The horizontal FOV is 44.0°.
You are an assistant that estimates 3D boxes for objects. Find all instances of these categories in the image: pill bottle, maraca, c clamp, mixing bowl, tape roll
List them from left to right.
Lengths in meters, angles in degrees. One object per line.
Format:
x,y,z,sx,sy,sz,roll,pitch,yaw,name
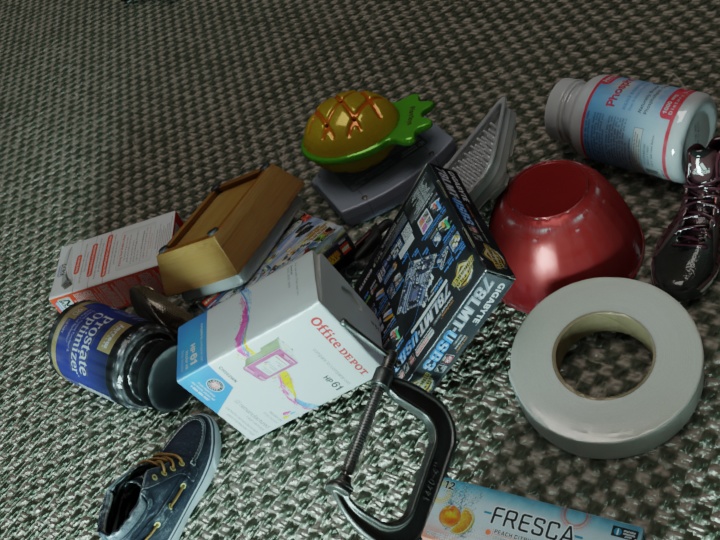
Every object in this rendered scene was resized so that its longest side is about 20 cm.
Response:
-0.305,0.113,1.151,0.197,0.113,0.113,13,55,36,pill bottle
0.008,-0.200,1.257,0.196,0.108,0.139,-9,44,17,maraca
0.021,0.175,0.915,0.027,0.169,0.203,-36,30,53,c clamp
0.231,-0.058,1.059,0.196,0.109,0.203,-15,43,14,mixing bowl
0.255,0.097,0.933,0.198,0.037,0.206,-12,50,14,tape roll
0.338,-0.187,1.131,0.198,0.110,0.109,23,61,40,pill bottle

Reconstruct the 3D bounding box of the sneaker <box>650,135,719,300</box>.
0.372,-0.073,0.996,0.074,0.117,0.202,10,53,33,sneaker

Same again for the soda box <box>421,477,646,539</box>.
0.159,0.255,0.818,0.196,0.064,0.069,8,51,31,soda box

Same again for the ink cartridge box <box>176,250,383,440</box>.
-0.089,0.089,1.013,0.198,0.145,0.086,-30,40,17,ink cartridge box

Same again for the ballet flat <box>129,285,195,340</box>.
-0.248,0.069,1.206,0.046,0.068,0.198,-34,43,-31,ballet flat

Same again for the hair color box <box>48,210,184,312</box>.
-0.355,-0.005,1.328,0.196,0.064,0.112,-15,44,10,hair color box

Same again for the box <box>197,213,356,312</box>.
-0.113,0.009,1.179,0.199,0.040,0.136,-41,25,-13,box

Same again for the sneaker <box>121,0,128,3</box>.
-0.494,-0.642,2.032,0.115,0.076,0.200,-41,35,-3,sneaker

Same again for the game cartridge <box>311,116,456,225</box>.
0.037,-0.148,1.297,0.198,0.041,0.134,-33,39,-7,game cartridge

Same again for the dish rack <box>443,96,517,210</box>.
0.134,-0.106,1.127,0.201,0.043,0.173,-52,13,43,dish rack

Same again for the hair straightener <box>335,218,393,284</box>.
0.000,0.000,1.174,0.199,0.041,0.076,-39,44,-20,hair straightener

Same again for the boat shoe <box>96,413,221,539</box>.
-0.223,0.233,1.007,0.069,0.092,0.203,-2,47,24,boat shoe

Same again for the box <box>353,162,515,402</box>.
0.075,0.015,1.023,0.202,0.049,0.200,-59,33,28,box

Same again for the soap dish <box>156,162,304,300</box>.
-0.182,-0.057,1.239,0.155,0.082,0.201,-15,31,40,soap dish
